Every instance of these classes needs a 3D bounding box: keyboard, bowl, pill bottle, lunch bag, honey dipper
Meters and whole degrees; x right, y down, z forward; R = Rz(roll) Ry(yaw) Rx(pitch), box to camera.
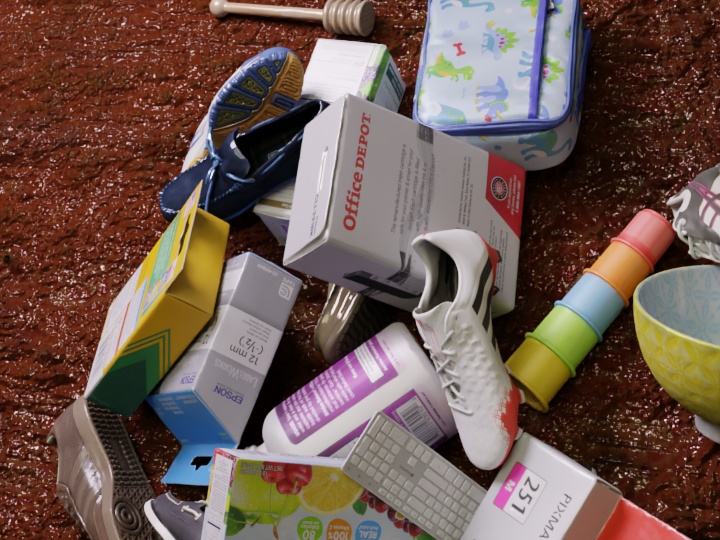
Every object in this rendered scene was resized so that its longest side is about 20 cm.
[{"bbox_3d":[0.069,0.189,1.088,0.056,0.200,0.011,-54,25,-6],"label":"keyboard"},{"bbox_3d":[0.314,0.079,1.072,0.199,0.200,0.109,12,113,24],"label":"bowl"},{"bbox_3d":[-0.014,0.145,1.171,0.199,0.112,0.113,-35,59,1],"label":"pill bottle"},{"bbox_3d":[0.138,-0.191,1.279,0.159,0.083,0.201,2,55,16],"label":"lunch bag"},{"bbox_3d":[-0.078,-0.281,1.445,0.199,0.038,0.038,11,70,28],"label":"honey dipper"}]

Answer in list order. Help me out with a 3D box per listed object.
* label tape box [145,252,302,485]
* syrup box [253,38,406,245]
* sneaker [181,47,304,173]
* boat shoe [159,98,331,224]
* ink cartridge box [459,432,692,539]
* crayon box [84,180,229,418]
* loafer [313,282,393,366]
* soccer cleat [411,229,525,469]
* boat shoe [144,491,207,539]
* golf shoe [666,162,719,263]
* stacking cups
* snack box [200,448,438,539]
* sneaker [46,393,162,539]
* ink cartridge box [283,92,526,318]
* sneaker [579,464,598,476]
[{"bbox_3d":[-0.141,0.092,1.227,0.143,0.066,0.201,-15,48,62],"label":"label tape box"},{"bbox_3d":[-0.028,-0.122,1.323,0.081,0.079,0.201,10,69,23],"label":"syrup box"},{"bbox_3d":[-0.126,-0.152,1.332,0.200,0.075,0.088,-51,26,28],"label":"sneaker"},{"bbox_3d":[-0.109,-0.111,1.262,0.199,0.069,0.084,-31,57,6],"label":"boat shoe"},{"bbox_3d":[0.140,0.250,1.027,0.173,0.043,0.201,29,89,53],"label":"ink cartridge box"},{"bbox_3d":[-0.181,0.029,1.240,0.200,0.051,0.126,-49,23,36],"label":"crayon box"},{"bbox_3d":[0.000,0.000,1.262,0.067,0.076,0.201,13,61,26],"label":"loafer"},{"bbox_3d":[0.082,0.062,1.094,0.068,0.085,0.202,-19,69,46],"label":"soccer cleat"},{"bbox_3d":[-0.137,0.232,1.159,0.060,0.074,0.200,-42,19,-9],"label":"boat shoe"},{"bbox_3d":[0.314,-0.026,1.126,0.088,0.077,0.200,-25,22,18],"label":"golf shoe"},{"bbox_3d":[0.203,0.032,1.184,0.060,0.061,0.200,34,76,30],"label":"stacking cups"},{"bbox_3d":[-0.030,0.224,1.075,0.053,0.199,0.144,8,89,61],"label":"snack box"},{"bbox_3d":[-0.242,0.216,1.259,0.075,0.070,0.201,-38,54,23],"label":"sneaker"},{"bbox_3d":[0.041,-0.049,1.191,0.084,0.199,0.145,-28,48,53],"label":"ink cartridge box"},{"bbox_3d":[0.195,0.259,1.080,0.082,0.072,0.201,11,60,-12],"label":"sneaker"}]
